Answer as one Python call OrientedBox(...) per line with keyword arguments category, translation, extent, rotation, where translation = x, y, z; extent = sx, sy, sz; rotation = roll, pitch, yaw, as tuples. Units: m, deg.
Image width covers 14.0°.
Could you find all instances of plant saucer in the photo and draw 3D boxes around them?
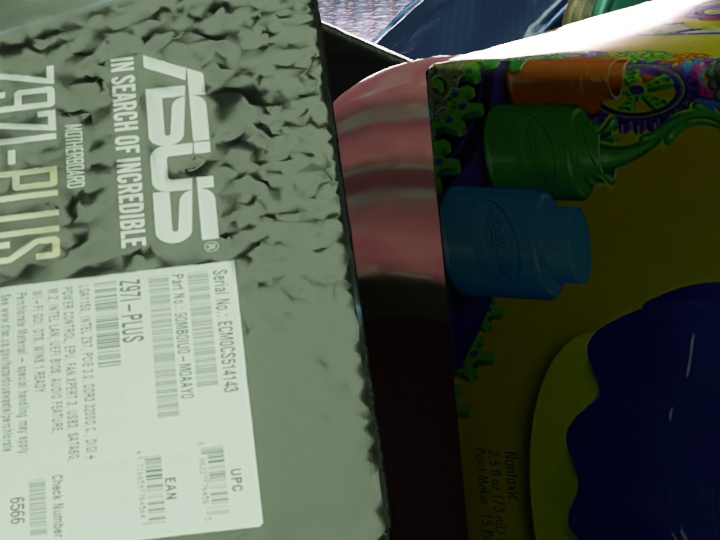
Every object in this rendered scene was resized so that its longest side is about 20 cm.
OrientedBox(category="plant saucer", translation=(0.055, 0.042, 0.685), extent=(0.200, 0.201, 0.051), rotation=(6, 45, 47))

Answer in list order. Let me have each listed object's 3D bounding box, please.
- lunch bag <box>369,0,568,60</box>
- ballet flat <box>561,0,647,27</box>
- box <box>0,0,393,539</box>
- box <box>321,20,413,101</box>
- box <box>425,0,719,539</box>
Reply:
OrientedBox(category="lunch bag", translation=(0.068, -0.046, 1.070), extent=(0.200, 0.136, 0.132), rotation=(-41, 25, -18))
OrientedBox(category="ballet flat", translation=(0.117, -0.066, 0.906), extent=(0.199, 0.068, 0.072), rotation=(-13, 1, -41))
OrientedBox(category="box", translation=(-0.041, 0.039, 0.551), extent=(0.086, 0.164, 0.201), rotation=(-6, 43, -2))
OrientedBox(category="box", translation=(0.000, 0.000, 0.848), extent=(0.199, 0.123, 0.106), rotation=(21, 1, -21))
OrientedBox(category="box", translation=(0.129, 0.052, 0.506), extent=(0.192, 0.201, 0.122), rotation=(1, 13, 35))
